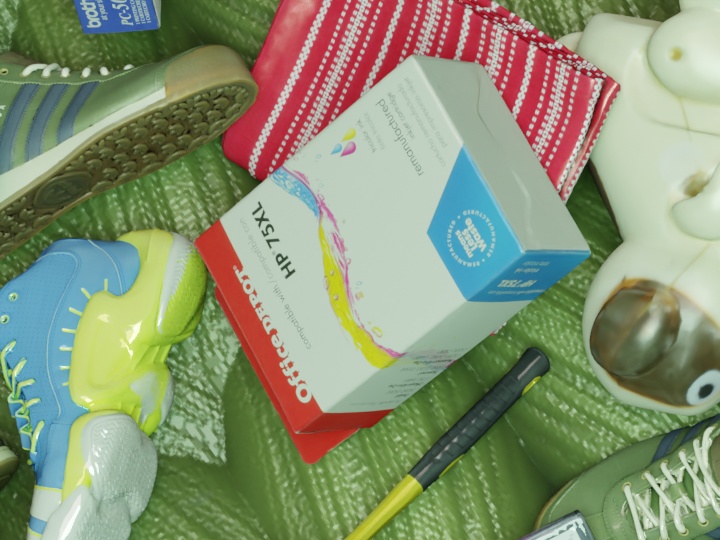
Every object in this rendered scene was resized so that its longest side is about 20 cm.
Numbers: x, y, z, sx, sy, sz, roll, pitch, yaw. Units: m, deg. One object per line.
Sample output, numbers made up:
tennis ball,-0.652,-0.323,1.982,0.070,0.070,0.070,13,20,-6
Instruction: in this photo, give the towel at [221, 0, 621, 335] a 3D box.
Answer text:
towel,0.024,-0.077,1.417,0.200,0.022,0.145,34,107,31

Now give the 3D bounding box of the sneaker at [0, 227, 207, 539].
sneaker,-0.151,0.065,1.418,0.104,0.076,0.201,9,56,17

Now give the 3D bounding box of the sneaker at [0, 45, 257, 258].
sneaker,-0.158,-0.081,1.453,0.200,0.067,0.090,-30,68,7

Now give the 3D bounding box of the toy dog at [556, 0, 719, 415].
toy dog,0.161,-0.030,1.383,0.193,0.140,0.201,3,76,8

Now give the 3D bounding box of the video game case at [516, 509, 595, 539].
video game case,0.048,0.224,1.357,0.199,0.019,0.143,-27,91,0

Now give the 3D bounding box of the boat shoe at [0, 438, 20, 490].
boat shoe,-0.268,0.130,1.416,0.200,0.072,0.066,-33,78,1

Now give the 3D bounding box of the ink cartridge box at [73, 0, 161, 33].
ink cartridge box,-0.128,-0.232,1.470,0.044,0.094,0.201,-3,57,5

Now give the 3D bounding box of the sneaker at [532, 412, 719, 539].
sneaker,0.175,0.095,1.367,0.199,0.090,0.067,-21,73,0

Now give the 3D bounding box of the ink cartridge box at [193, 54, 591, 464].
ink cartridge box,0.000,0.000,1.380,0.200,0.067,0.117,-40,69,28

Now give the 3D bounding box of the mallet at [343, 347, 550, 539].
mallet,0.021,0.115,1.411,0.041,0.066,0.200,43,67,15
